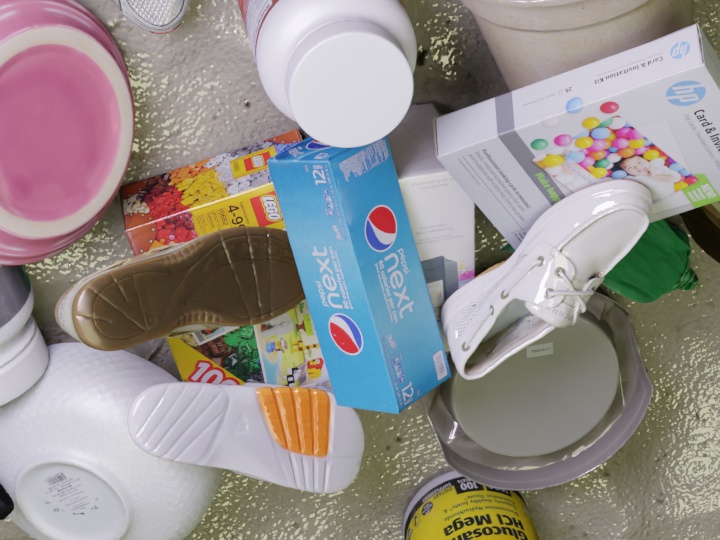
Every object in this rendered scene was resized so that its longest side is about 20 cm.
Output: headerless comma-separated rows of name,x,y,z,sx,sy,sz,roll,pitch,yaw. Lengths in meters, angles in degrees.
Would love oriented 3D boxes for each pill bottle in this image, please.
pill bottle,0.106,0.264,1.687,0.112,0.200,0.113,-5,120,-9
pill bottle,-0.311,0.001,1.503,0.113,0.113,0.200,-19,122,0
pill bottle,-0.022,-0.167,1.412,0.112,0.200,0.113,-5,121,-9

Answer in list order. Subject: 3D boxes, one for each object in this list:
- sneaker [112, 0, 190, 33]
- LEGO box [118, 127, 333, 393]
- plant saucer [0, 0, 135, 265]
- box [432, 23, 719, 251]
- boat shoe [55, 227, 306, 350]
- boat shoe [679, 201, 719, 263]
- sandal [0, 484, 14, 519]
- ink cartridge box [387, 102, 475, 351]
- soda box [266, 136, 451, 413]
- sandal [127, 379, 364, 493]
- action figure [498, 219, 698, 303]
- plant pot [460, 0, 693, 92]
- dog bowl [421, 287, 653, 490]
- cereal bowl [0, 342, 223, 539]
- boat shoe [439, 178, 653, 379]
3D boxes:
sneaker,-0.165,-0.253,1.404,0.078,0.082,0.201,-17,122,-1
LEGO box,-0.085,0.010,1.574,0.148,0.077,0.200,-18,121,0
plant saucer,-0.235,-0.101,1.435,0.200,0.051,0.201,-13,109,-43
box,0.174,-0.085,1.430,0.199,0.041,0.156,-19,143,21
boat shoe,-0.128,0.010,1.466,0.199,0.066,0.074,-10,97,-33
boat shoe,0.293,-0.058,1.614,0.200,0.074,0.066,43,75,-37
sandal,-0.342,0.117,1.543,0.045,0.075,0.200,-37,88,1
ink cartridge box,0.044,-0.014,1.562,0.067,0.117,0.201,-9,122,-11
soda box,0.000,0.000,1.475,0.064,0.068,0.201,-31,114,-40
sandal,-0.091,0.118,1.555,0.206,0.059,0.079,14,89,-30
action figure,0.204,-0.029,1.619,0.200,0.055,0.118,31,99,-34
plant pot,0.163,-0.189,1.460,0.200,0.201,0.184,-20,133,1
dog bowl,0.140,0.084,1.673,0.199,0.059,0.201,-5,120,-9
cereal bowl,-0.213,0.158,1.590,0.199,0.083,0.201,9,129,11
boat shoe,0.140,0.013,1.464,0.071,0.069,0.200,25,128,-31
